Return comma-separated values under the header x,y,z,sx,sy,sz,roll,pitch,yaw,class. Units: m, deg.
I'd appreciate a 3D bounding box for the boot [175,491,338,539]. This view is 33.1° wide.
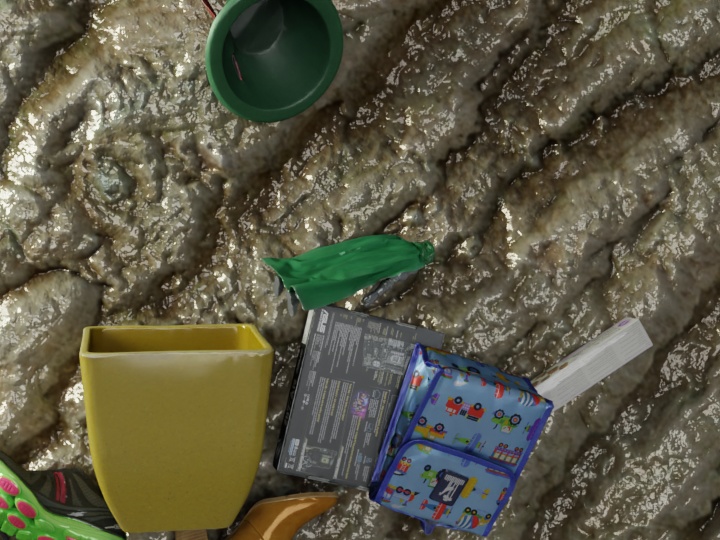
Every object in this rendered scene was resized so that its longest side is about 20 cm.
x,y,z,sx,sy,sz,roll,pitch,yaw,class
-0.108,0.335,1.360,0.200,0.071,0.145,-14,74,-4,boot

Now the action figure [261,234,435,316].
x,y,z,sx,sy,sz,roll,pitch,yaw,class
0.000,0.000,1.393,0.199,0.118,0.055,-15,130,-22,action figure

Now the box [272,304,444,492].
x,y,z,sx,sy,sz,roll,pitch,yaw,class
-0.002,0.151,1.412,0.159,0.044,0.201,13,88,-11,box

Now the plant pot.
x,y,z,sx,sy,sz,roll,pitch,yaw,class
-0.201,0.170,1.303,0.194,0.194,0.202,0,95,-12,plant pot

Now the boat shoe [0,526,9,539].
x,y,z,sx,sy,sz,roll,pitch,yaw,class
-0.401,0.328,1.321,0.072,0.065,0.201,-26,96,-11,boat shoe

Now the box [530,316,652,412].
x,y,z,sx,sy,sz,roll,pitch,yaw,class
0.260,0.126,1.467,0.199,0.039,0.042,-33,97,-9,box

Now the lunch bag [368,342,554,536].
x,y,z,sx,sy,sz,roll,pitch,yaw,class
0.105,0.206,1.384,0.150,0.094,0.201,18,100,-17,lunch bag

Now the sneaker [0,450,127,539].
x,y,z,sx,sy,sz,roll,pitch,yaw,class
-0.341,0.252,1.324,0.077,0.084,0.200,-37,117,27,sneaker

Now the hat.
x,y,z,sx,sy,sz,roll,pitch,yaw,class
-0.131,-0.297,1.396,0.165,0.176,0.201,-25,133,-12,hat
